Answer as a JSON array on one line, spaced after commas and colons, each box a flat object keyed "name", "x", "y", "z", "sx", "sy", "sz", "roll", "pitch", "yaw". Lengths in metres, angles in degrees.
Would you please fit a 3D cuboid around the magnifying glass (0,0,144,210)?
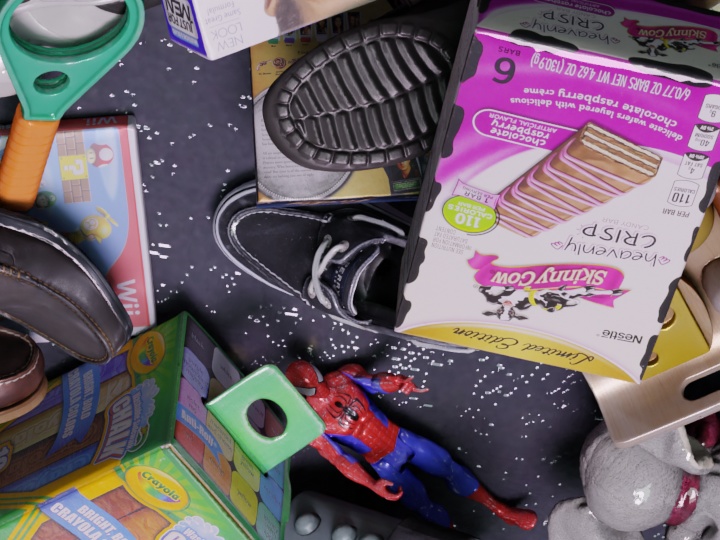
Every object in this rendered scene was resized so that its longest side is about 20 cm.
[{"name": "magnifying glass", "x": -0.168, "y": -0.099, "z": 1.233, "sx": 0.079, "sy": 0.023, "sz": 0.200, "roll": -1, "pitch": 146, "yaw": -22}]

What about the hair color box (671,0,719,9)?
[{"name": "hair color box", "x": 0.115, "y": -0.214, "z": 1.147, "sx": 0.109, "sy": 0.065, "sz": 0.201, "roll": -30, "pitch": 102, "yaw": -12}]

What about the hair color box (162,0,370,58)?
[{"name": "hair color box", "x": -0.062, "y": -0.221, "z": 1.159, "sx": 0.109, "sy": 0.065, "sz": 0.201, "roll": -22, "pitch": 115, "yaw": -18}]

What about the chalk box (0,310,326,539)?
[{"name": "chalk box", "x": -0.118, "y": 0.122, "z": 1.361, "sx": 0.199, "sy": 0.124, "sz": 0.125, "roll": -26, "pitch": 122, "yaw": 21}]

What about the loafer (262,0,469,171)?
[{"name": "loafer", "x": 0.040, "y": -0.107, "z": 1.205, "sx": 0.199, "sy": 0.071, "sz": 0.073, "roll": -22, "pitch": 99, "yaw": -11}]

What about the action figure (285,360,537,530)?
[{"name": "action figure", "x": 0.037, "y": 0.119, "z": 1.405, "sx": 0.200, "sy": 0.099, "sz": 0.065, "roll": 40, "pitch": 79, "yaw": -23}]

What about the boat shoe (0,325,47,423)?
[{"name": "boat shoe", "x": -0.282, "y": 0.050, "z": 1.327, "sx": 0.198, "sy": 0.071, "sz": 0.071, "roll": -1, "pitch": 126, "yaw": -4}]

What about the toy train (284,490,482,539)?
[{"name": "toy train", "x": 0.014, "y": 0.191, "z": 1.410, "sx": 0.085, "sy": 0.199, "sz": 0.114, "roll": -53, "pitch": 135, "yaw": -24}]

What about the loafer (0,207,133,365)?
[{"name": "loafer", "x": -0.217, "y": -0.001, "z": 1.289, "sx": 0.200, "sy": 0.073, "sz": 0.073, "roll": 37, "pitch": 143, "yaw": -19}]

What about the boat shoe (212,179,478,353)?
[{"name": "boat shoe", "x": 0.000, "y": 0.000, "z": 1.302, "sx": 0.199, "sy": 0.068, "sz": 0.072, "roll": 22, "pitch": 107, "yaw": 16}]

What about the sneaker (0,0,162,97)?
[{"name": "sneaker", "x": -0.174, "y": -0.144, "z": 1.248, "sx": 0.199, "sy": 0.074, "sz": 0.080, "roll": -16, "pitch": 144, "yaw": 5}]

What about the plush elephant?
[{"name": "plush elephant", "x": 0.199, "y": 0.124, "z": 1.394, "sx": 0.154, "sy": 0.200, "sz": 0.165, "roll": 29, "pitch": 124, "yaw": -1}]

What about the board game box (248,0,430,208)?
[{"name": "board game box", "x": 0.038, "y": -0.107, "z": 1.259, "sx": 0.198, "sy": 0.035, "sz": 0.137, "roll": -3, "pitch": 87, "yaw": -3}]

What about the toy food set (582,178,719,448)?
[{"name": "toy food set", "x": 0.163, "y": 0.002, "z": 1.243, "sx": 0.143, "sy": 0.061, "sz": 0.201, "roll": -24, "pitch": 124, "yaw": 13}]

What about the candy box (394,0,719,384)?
[{"name": "candy box", "x": 0.101, "y": -0.044, "z": 1.139, "sx": 0.135, "sy": 0.061, "sz": 0.201, "roll": 12, "pitch": 133, "yaw": -2}]

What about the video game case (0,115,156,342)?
[{"name": "video game case", "x": -0.224, "y": -0.018, "z": 1.342, "sx": 0.198, "sy": 0.017, "sz": 0.144, "roll": -4, "pitch": 122, "yaw": -2}]

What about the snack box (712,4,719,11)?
[{"name": "snack box", "x": 0.179, "y": -0.216, "z": 1.241, "sx": 0.116, "sy": 0.037, "sz": 0.200, "roll": -35, "pitch": 118, "yaw": 15}]
